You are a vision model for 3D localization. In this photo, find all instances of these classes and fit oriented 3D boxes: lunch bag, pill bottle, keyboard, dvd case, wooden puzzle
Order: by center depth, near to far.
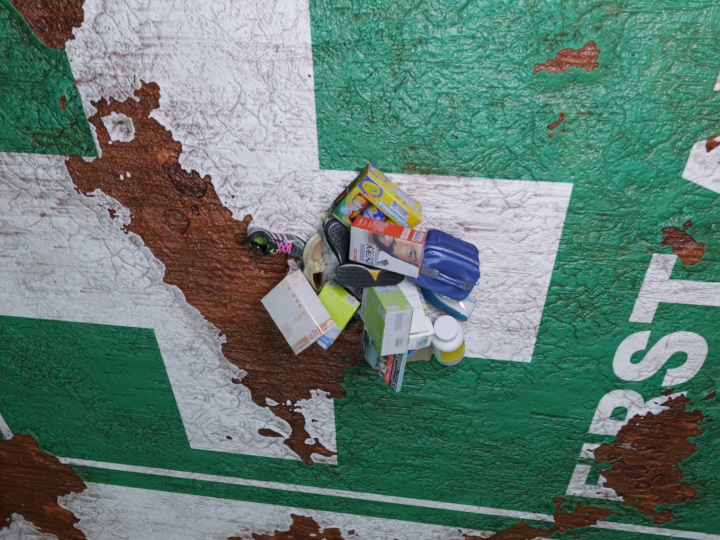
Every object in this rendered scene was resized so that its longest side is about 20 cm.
[{"bbox_3d":[0.247,-0.005,1.621,0.196,0.134,0.137,20,129,-5],"label":"lunch bag"},{"bbox_3d":[0.065,0.245,1.717,0.022,0.199,0.149,-13,125,-33],"label":"dvd case"},{"bbox_3d":[0.267,0.210,1.758,0.102,0.107,0.201,-2,153,11],"label":"pill bottle"},{"bbox_3d":[-0.057,0.142,1.800,0.104,0.040,0.200,44,126,4],"label":"keyboard"},{"bbox_3d":[0.146,0.227,1.855,0.195,0.038,0.188,-1,129,-14],"label":"wooden puzzle"}]

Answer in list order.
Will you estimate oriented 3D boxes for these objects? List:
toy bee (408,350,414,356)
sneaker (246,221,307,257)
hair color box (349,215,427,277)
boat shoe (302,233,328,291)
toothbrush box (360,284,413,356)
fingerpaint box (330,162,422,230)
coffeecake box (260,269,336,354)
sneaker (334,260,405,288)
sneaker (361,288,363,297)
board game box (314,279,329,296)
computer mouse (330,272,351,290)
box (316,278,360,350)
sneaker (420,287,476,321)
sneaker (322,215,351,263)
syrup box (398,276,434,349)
[{"bbox_3d":[0.105,0.228,1.760,0.108,0.202,0.131,29,171,41],"label":"toy bee"},{"bbox_3d":[-0.245,-0.074,1.681,0.196,0.088,0.075,19,129,-6],"label":"sneaker"},{"bbox_3d":[0.071,-0.064,1.534,0.195,0.064,0.113,14,129,13],"label":"hair color box"},{"bbox_3d":[-0.127,-0.021,1.701,0.066,0.074,0.202,36,143,23],"label":"boat shoe"},{"bbox_3d":[0.071,0.120,1.632,0.084,0.201,0.149,-4,120,-18],"label":"toothbrush box"},{"bbox_3d":[0.045,-0.163,1.572,0.199,0.074,0.166,37,125,-19],"label":"fingerpaint box"},{"bbox_3d":[-0.189,0.127,1.736,0.153,0.073,0.202,-37,85,39],"label":"coffeecake box"},{"bbox_3d":[0.024,-0.003,1.621,0.195,0.091,0.071,0,120,-5],"label":"sneaker"},{"bbox_3d":[0.063,0.112,1.791,0.081,0.073,0.202,-19,133,9],"label":"sneaker"},{"bbox_3d":[-0.140,0.120,1.838,0.196,0.047,0.153,-16,123,20],"label":"board game box"},{"bbox_3d":[0.000,0.000,1.726,0.196,0.044,0.111,-18,120,19],"label":"computer mouse"},{"bbox_3d":[-0.097,0.137,1.764,0.121,0.048,0.201,38,126,5],"label":"box"},{"bbox_3d":[0.251,0.067,1.716,0.198,0.081,0.077,35,158,7],"label":"sneaker"},{"bbox_3d":[-0.050,-0.072,1.653,0.071,0.083,0.203,-31,115,-14],"label":"sneaker"},{"bbox_3d":[0.146,0.119,1.674,0.079,0.203,0.079,-10,150,-11],"label":"syrup box"}]
